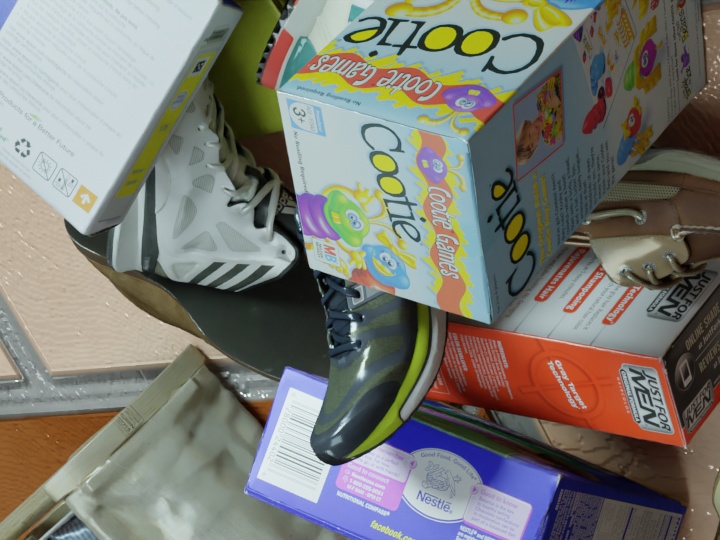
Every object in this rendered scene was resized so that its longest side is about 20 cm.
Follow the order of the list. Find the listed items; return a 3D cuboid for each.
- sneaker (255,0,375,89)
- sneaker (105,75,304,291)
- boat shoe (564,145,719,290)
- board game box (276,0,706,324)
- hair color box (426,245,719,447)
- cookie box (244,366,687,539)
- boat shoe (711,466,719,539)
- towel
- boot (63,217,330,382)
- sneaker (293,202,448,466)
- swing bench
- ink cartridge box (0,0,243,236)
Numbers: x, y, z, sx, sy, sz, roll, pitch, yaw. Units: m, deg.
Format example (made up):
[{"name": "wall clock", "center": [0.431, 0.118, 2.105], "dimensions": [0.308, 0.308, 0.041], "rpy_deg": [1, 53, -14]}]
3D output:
[{"name": "sneaker", "center": [0.020, -0.144, 1.390], "dimensions": [0.093, 0.070, 0.200], "rpy_deg": [26, 140, -6]}, {"name": "sneaker", "center": [-0.072, -0.067, 1.528], "dimensions": [0.115, 0.076, 0.201], "rpy_deg": [14, 137, 3]}, {"name": "boat shoe", "center": [0.146, -0.023, 1.352], "dimensions": [0.200, 0.072, 0.076], "rpy_deg": [16, 178, 41]}, {"name": "board game box", "center": [0.065, -0.084, 1.282], "dimensions": [0.103, 0.200, 0.105], "rpy_deg": [17, 134, 30]}, {"name": "hair color box", "center": [0.099, 0.024, 1.432], "dimensions": [0.200, 0.102, 0.061], "rpy_deg": [9, 132, 38]}, {"name": "cookie box", "center": [0.061, 0.121, 1.488], "dimensions": [0.171, 0.075, 0.200], "rpy_deg": [21, -179, 26]}, {"name": "boat shoe", "center": [0.223, 0.118, 1.442], "dimensions": [0.064, 0.071, 0.200], "rpy_deg": [21, 145, 18]}, {"name": "towel", "center": [-0.093, -0.107, 1.557], "dimensions": [0.200, 0.018, 0.086], "rpy_deg": [-9, 124, 45]}, {"name": "boot", "center": [-0.081, 0.016, 1.630], "dimensions": [0.200, 0.074, 0.075], "rpy_deg": [31, 159, 23]}, {"name": "sneaker", "center": [0.000, 0.000, 1.383], "dimensions": [0.081, 0.200, 0.074], "rpy_deg": [23, 158, -25]}, {"name": "swing bench", "center": [-0.113, 0.186, 1.753], "dimensions": [0.199, 0.130, 0.200], "rpy_deg": [46, 142, -2]}, {"name": "ink cartridge box", "center": [-0.160, -0.156, 1.441], "dimensions": [0.198, 0.047, 0.200], "rpy_deg": [41, 115, 14]}]
